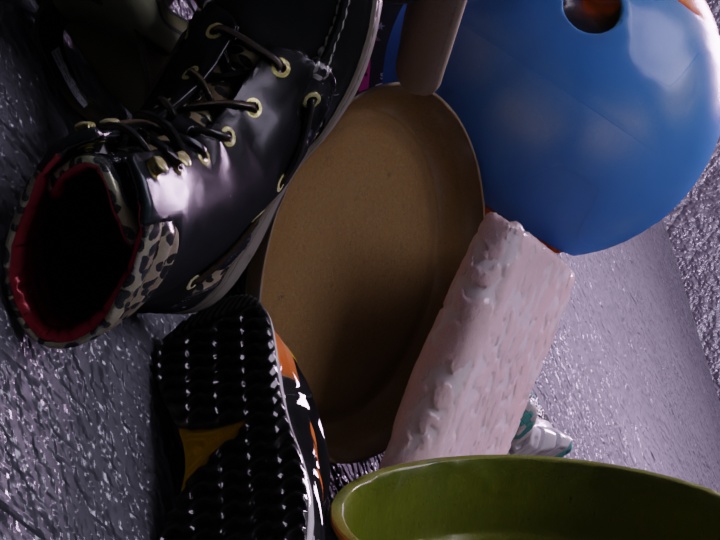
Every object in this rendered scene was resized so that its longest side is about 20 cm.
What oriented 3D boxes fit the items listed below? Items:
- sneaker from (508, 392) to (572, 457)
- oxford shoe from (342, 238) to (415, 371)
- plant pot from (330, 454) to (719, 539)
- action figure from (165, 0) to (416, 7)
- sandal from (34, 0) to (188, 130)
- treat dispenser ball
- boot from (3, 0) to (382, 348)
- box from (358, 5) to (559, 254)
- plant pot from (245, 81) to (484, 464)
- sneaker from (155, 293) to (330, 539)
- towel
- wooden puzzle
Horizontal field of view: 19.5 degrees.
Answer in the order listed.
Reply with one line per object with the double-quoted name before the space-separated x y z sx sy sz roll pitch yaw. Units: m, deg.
"sneaker" 0.075 0.087 1.397 0.091 0.078 0.200 58 5 22
"oxford shoe" 0.003 0.030 1.167 0.200 0.070 0.075 47 31 -55
"plant pot" 0.079 0.203 0.932 0.200 0.200 0.193 -48 144 -75
"action figure" -0.074 -0.161 1.029 0.193 0.105 0.200 42 11 -2
"sandal" -0.111 -0.094 0.923 0.057 0.080 0.201 -70 156 -14
"treat dispenser ball" 0.112 -0.107 1.224 0.201 0.201 0.201 -21 90 -77
"boot" -0.063 -0.062 0.840 0.073 0.204 0.154 29 15 10
"box" 0.044 -0.080 1.388 0.132 0.115 0.200 -29 98 -77
"plant pot" 0.000 0.000 1.091 0.200 0.027 0.200 -24 120 -51
"sneaker" -0.037 0.104 0.889 0.090 0.070 0.200 54 18 -40
"towel" 0.057 0.075 1.147 0.200 0.032 0.191 -69 164 -1
"wooden puzzle" 0.056 -0.214 1.038 0.185 0.037 0.200 106 -9 -51
